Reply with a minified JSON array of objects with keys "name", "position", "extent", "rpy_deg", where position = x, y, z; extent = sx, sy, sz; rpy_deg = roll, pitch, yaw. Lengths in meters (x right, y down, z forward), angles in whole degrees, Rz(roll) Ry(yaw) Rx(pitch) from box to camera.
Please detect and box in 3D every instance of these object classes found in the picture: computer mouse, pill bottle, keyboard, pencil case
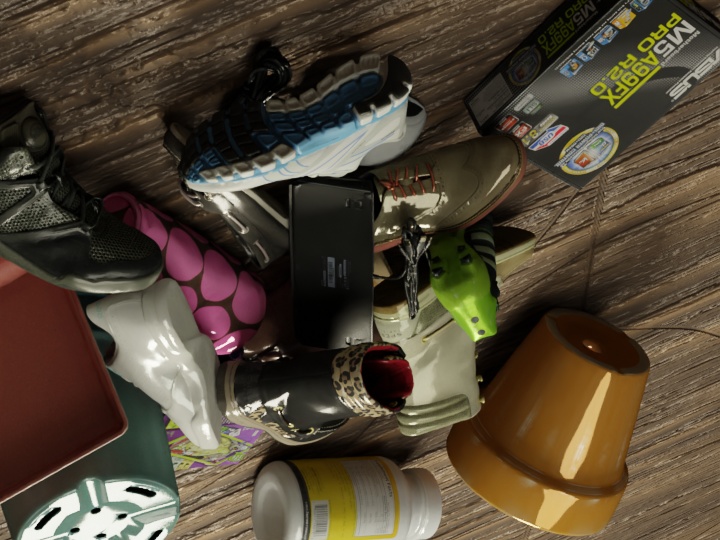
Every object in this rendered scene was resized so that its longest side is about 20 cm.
[{"name":"computer mouse","position":[-0.021,-0.125,1.352],"extent":[0.199,0.044,0.110],"rpy_deg":[7,133,-35]},{"name":"pill bottle","position":[-0.013,0.265,1.780],"extent":[0.198,0.113,0.112],"rpy_deg":[2,137,-30]},{"name":"keyboard","position":[0.000,0.000,1.407],"extent":[0.126,0.021,0.201],"rpy_deg":[9,134,9]},{"name":"pencil case","position":[-0.168,0.009,1.403],"extent":[0.093,0.091,0.200],"rpy_deg":[-33,140,17]}]

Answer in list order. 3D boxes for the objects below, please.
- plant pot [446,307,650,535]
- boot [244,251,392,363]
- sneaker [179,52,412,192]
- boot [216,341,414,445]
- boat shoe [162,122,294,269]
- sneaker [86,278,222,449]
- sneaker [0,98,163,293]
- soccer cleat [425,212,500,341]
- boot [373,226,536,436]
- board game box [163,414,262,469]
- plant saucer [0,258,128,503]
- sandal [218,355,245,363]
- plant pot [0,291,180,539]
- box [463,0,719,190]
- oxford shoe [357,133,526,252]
[{"name":"plant pot","position":[0.217,0.150,1.720],"extent":[0.199,0.200,0.184],"rpy_deg":[7,118,-35]},{"name":"boot","position":[-0.029,0.066,1.558],"extent":[0.165,0.073,0.201],"rpy_deg":[-28,134,0]},{"name":"sneaker","position":[-0.047,-0.097,1.285],"extent":[0.198,0.075,0.087],"rpy_deg":[-20,144,-6]},{"name":"boot","position":[-0.021,0.110,1.450],"extent":[0.149,0.074,0.200],"rpy_deg":[-10,161,28]},{"name":"boat shoe","position":[-0.114,-0.056,1.363],"extent":[0.057,0.067,0.200],"rpy_deg":[-46,143,4]},{"name":"sneaker","position":[-0.175,0.083,1.379],"extent":[0.088,0.076,0.201],"rpy_deg":[-8,135,9]},{"name":"sneaker","position":[-0.239,-0.057,1.247],"extent":[0.198,0.076,0.115],"rpy_deg":[25,124,-6]},{"name":"soccer cleat","position":[0.094,-0.005,1.443],"extent":[0.067,0.200,0.082],"rpy_deg":[-21,113,14]},{"name":"boot","position":[0.099,0.055,1.539],"extent":[0.199,0.072,0.156],"rpy_deg":[-29,118,-33]},{"name":"board game box","position":[-0.154,0.155,1.586],"extent":[0.119,0.033,0.200],"rpy_deg":[1,155,-20]},{"name":"plant saucer","position":[-0.306,0.096,1.349],"extent":[0.199,0.201,0.037],"rpy_deg":[-29,159,8]},{"name":"sandal","position":[-0.078,0.096,1.593],"extent":[0.198,0.043,0.076],"rpy_deg":[-5,139,-24]},{"name":"plant pot","position":[-0.255,0.152,1.437],"extent":[0.198,0.197,0.201],"rpy_deg":[-16,143,-12]},{"name":"box","position":[0.214,-0.174,1.421],"extent":[0.200,0.044,0.160],"rpy_deg":[-42,139,23]},{"name":"oxford shoe","position":[0.050,-0.067,1.392],"extent":[0.199,0.071,0.075],"rpy_deg":[-26,160,24]}]
